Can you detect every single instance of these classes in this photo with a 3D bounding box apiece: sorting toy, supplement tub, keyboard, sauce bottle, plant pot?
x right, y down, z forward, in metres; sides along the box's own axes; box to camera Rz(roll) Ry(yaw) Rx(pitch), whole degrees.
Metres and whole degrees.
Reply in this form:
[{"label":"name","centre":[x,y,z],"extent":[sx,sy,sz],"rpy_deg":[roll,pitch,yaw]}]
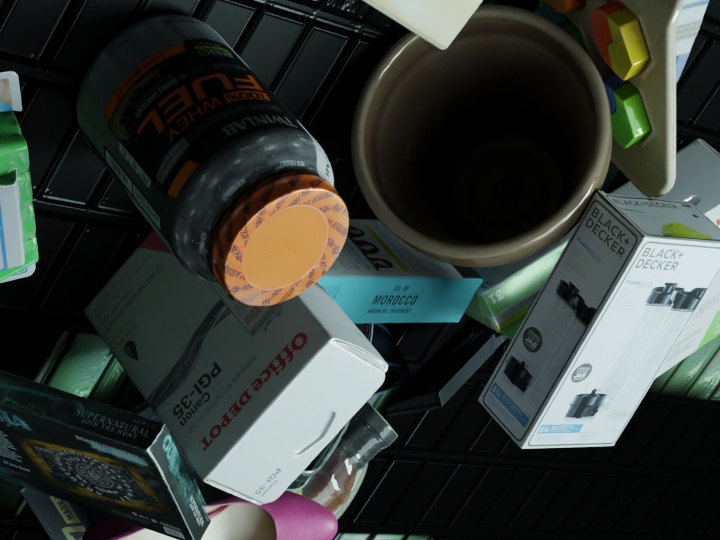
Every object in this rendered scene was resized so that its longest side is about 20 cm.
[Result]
[{"label":"sorting toy","centre":[0.180,-0.176,1.421],"extent":[0.036,0.185,0.201],"rpy_deg":[-23,140,-16]},{"label":"supplement tub","centre":[-0.099,-0.074,1.258],"extent":[0.122,0.200,0.123],"rpy_deg":[-24,140,-22]},{"label":"keyboard","centre":[0.112,0.064,1.620],"extent":[0.127,0.021,0.200],"rpy_deg":[-21,-165,43]},{"label":"sauce bottle","centre":[-0.054,0.193,1.579],"extent":[0.200,0.066,0.066],"rpy_deg":[-43,144,-6]},{"label":"plant pot","centre":[0.106,-0.084,1.466],"extent":[0.200,0.200,0.175],"rpy_deg":[-41,160,-1]}]

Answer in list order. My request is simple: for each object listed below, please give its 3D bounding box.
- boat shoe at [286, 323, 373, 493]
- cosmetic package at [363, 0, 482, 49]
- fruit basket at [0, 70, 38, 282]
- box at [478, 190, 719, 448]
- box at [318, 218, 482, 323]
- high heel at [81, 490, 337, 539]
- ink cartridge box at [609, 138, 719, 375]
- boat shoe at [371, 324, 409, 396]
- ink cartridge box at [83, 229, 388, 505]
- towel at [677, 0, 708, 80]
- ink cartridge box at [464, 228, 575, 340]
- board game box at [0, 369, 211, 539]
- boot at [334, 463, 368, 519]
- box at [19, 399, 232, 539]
[{"label":"boat shoe","centre":[-0.023,0.091,1.520],"extent":[0.072,0.071,0.201],"rpy_deg":[30,61,-25]},{"label":"cosmetic package","centre":[-0.003,-0.236,1.265],"extent":[0.071,0.105,0.200],"rpy_deg":[-51,144,13]},{"label":"fruit basket","centre":[-0.309,-0.034,1.202],"extent":[0.199,0.094,0.186],"rpy_deg":[-19,138,-23]},{"label":"box","centre":[0.188,0.041,1.426],"extent":[0.116,0.060,0.201],"rpy_deg":[5,122,-43]},{"label":"box","centre":[0.000,0.000,1.522],"extent":[0.199,0.082,0.049],"rpy_deg":[1,127,-42]},{"label":"high heel","centre":[-0.115,0.207,1.435],"extent":[0.199,0.096,0.068],"rpy_deg":[4,95,-5]},{"label":"ink cartridge box","centre":[0.296,-0.007,1.778],"extent":[0.145,0.084,0.201],"rpy_deg":[-32,142,-14]},{"label":"boat shoe","centre":[-0.048,0.098,1.586],"extent":[0.199,0.069,0.084],"rpy_deg":[-25,140,-21]},{"label":"ink cartridge box","centre":[-0.095,0.051,1.387],"extent":[0.147,0.200,0.083],"rpy_deg":[-48,143,8]},{"label":"towel","centre":[0.241,-0.224,1.563],"extent":[0.146,0.024,0.201],"rpy_deg":[-18,139,-32]},{"label":"ink cartridge box","centre":[0.167,0.002,1.579],"extent":[0.145,0.200,0.048],"rpy_deg":[-32,112,-12]},{"label":"board game box","centre":[-0.216,0.132,1.375],"extent":[0.028,0.199,0.136],"rpy_deg":[-61,153,-30]},{"label":"boot","centre":[-0.095,0.191,1.637],"extent":[0.203,0.073,0.154],"rpy_deg":[-40,140,-5]},{"label":"box","centre":[-0.158,0.214,1.508],"extent":[0.157,0.201,0.051],"rpy_deg":[-33,-174,-5]}]
